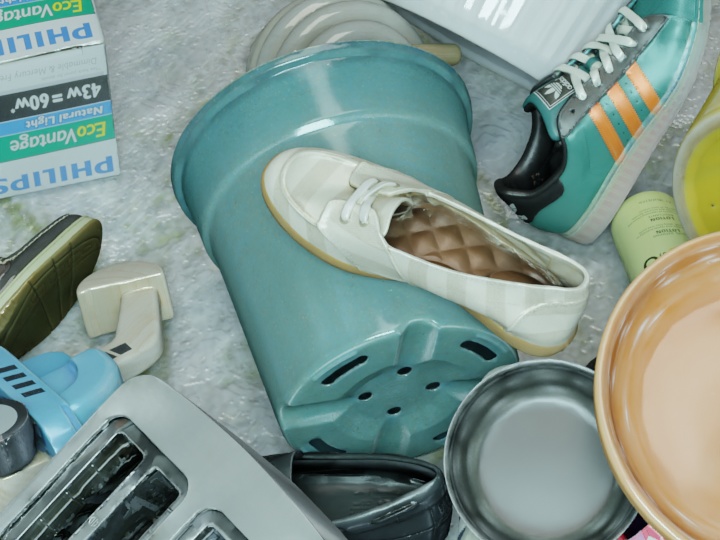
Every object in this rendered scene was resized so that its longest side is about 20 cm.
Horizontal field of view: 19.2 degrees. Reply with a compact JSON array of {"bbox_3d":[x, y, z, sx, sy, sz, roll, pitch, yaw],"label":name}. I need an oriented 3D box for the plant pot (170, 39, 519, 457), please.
[{"bbox_3d":[0.000,0.000,1.300,0.199,0.201,0.197,-11,56,-9],"label":"plant pot"}]

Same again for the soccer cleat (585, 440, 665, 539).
[{"bbox_3d":[0.187,0.172,1.188,0.068,0.073,0.200,-47,54,15],"label":"soccer cleat"}]

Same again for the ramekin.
[{"bbox_3d":[0.101,-0.191,1.470,0.202,0.202,0.095,29,93,25],"label":"ramekin"}]

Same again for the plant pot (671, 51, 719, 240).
[{"bbox_3d":[0.294,-0.078,1.326,0.200,0.202,0.189,27,41,23],"label":"plant pot"}]

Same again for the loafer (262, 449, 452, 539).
[{"bbox_3d":[-0.045,0.133,1.246,0.199,0.071,0.068,0,47,2],"label":"loafer"}]

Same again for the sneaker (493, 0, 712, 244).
[{"bbox_3d":[0.157,-0.115,1.383,0.079,0.201,0.071,19,17,-24],"label":"sneaker"}]

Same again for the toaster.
[{"bbox_3d":[-0.092,0.175,1.134,0.200,0.119,0.181,-46,59,-4],"label":"toaster"}]

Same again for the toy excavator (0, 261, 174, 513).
[{"bbox_3d":[-0.171,0.077,1.283,0.199,0.100,0.194,-24,31,-24],"label":"toy excavator"}]

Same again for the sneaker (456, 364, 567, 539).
[{"bbox_3d":[0.088,0.160,1.227,0.074,0.085,0.201,8,72,7],"label":"sneaker"}]

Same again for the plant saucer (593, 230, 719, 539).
[{"bbox_3d":[0.223,0.075,1.165,0.199,0.037,0.202,2,69,-5],"label":"plant saucer"}]

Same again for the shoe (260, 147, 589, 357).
[{"bbox_3d":[0.038,-0.021,1.188,0.199,0.053,0.070,27,59,2],"label":"shoe"}]

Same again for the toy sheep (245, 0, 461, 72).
[{"bbox_3d":[-0.009,-0.126,1.443,0.137,0.139,0.200,-21,17,-18],"label":"toy sheep"}]

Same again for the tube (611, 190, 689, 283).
[{"bbox_3d":[0.201,0.013,1.322,0.058,0.052,0.200,-42,23,15],"label":"tube"}]

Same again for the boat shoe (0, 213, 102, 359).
[{"bbox_3d":[-0.241,0.028,1.346,0.066,0.072,0.201,27,57,17],"label":"boat shoe"}]

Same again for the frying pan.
[{"bbox_3d":[0.097,0.143,1.170,0.114,0.031,0.191,8,76,6],"label":"frying pan"}]

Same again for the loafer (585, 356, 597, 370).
[{"bbox_3d":[0.227,0.091,1.271,0.198,0.074,0.071,-1,18,13],"label":"loafer"}]

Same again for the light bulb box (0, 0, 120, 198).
[{"bbox_3d":[-0.283,-0.157,1.482,0.197,0.125,0.201,-12,47,-11],"label":"light bulb box"}]
